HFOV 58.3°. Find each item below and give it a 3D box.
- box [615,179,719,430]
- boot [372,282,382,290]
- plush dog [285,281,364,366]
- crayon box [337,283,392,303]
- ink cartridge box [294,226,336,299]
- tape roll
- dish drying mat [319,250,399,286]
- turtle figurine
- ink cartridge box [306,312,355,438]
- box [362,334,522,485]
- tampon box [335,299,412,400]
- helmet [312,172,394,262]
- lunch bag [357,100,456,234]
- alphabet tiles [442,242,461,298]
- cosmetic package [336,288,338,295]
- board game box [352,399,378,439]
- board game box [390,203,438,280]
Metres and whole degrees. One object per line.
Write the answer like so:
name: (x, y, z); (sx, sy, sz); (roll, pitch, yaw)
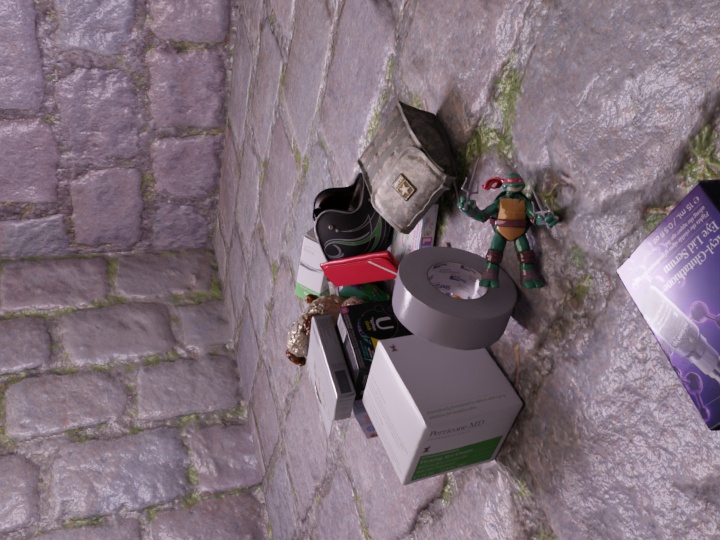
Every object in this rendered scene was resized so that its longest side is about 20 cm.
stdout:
box: (0.375, 0.032, 0.638); (0.148, 0.103, 0.201); (113, 146, -48)
boot: (-0.021, 0.047, 1.680); (0.169, 0.076, 0.201); (63, 142, 38)
plush dog: (-0.103, 0.132, 1.493); (0.160, 0.172, 0.201); (37, 126, 13)
crayon box: (-0.011, 0.120, 1.578); (0.118, 0.058, 0.201); (33, 125, 13)
ink cartridge box: (-0.098, -0.029, 1.758); (0.084, 0.146, 0.201); (26, 129, 16)
tape roll: (0.154, 0.041, 1.072); (0.201, 0.198, 0.067); (-120, 33, -48)
dish drying mat: (0.000, 0.000, 1.424); (0.199, 0.077, 0.018); (-10, 41, 39)
turtle figurine: (0.233, -0.075, 0.998); (0.148, 0.100, 0.202); (3, 100, 27)
ink cartridge box: (-0.065, 0.221, 1.345); (0.174, 0.043, 0.201); (100, 156, -49)
box: (0.137, 0.233, 1.147); (0.201, 0.197, 0.172); (-121, 34, -44)
tampon box: (0.060, 0.155, 1.319); (0.127, 0.198, 0.151); (104, 152, -50)
helmet: (-0.008, -0.115, 1.476); (0.200, 0.189, 0.202); (-17, -90, -87)
lunch bag: (0.094, -0.194, 1.256); (0.164, 0.117, 0.201); (-50, 45, 38)
alphabet tiles: (0.177, 0.055, 1.278); (0.167, 0.007, 0.202); (125, 136, -58)
cosmetic package: (-0.108, 0.004, 1.937); (0.082, 0.050, 0.202); (154, 111, -66)
board game box: (0.000, 0.253, 1.447); (0.200, 0.041, 0.201); (73, -176, -61)
board game box: (0.110, -0.062, 1.379); (0.134, 0.034, 0.202); (-132, 45, -60)
